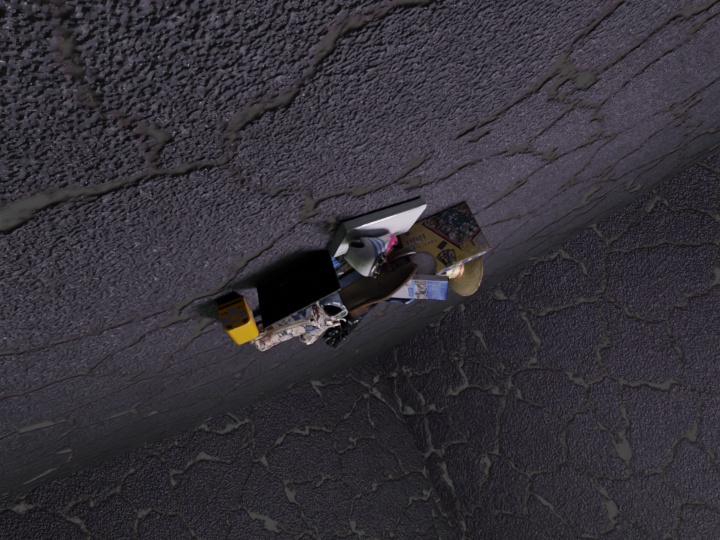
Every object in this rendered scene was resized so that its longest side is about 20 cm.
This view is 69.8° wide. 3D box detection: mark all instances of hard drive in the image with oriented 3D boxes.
[{"bbox_3d":[0.036,-0.093,1.122,0.197,0.027,0.132,-21,165,-24],"label":"hard drive"}]

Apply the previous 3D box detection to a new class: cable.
[{"bbox_3d":[0.048,-0.011,1.231,0.197,0.051,0.097,-11,166,24],"label":"cable"}]

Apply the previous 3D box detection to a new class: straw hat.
[{"bbox_3d":[0.226,-0.024,1.360,0.084,0.204,0.201,-10,160,-26],"label":"straw hat"}]

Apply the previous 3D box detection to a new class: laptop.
[{"bbox_3d":[-0.126,0.050,1.174,0.185,0.201,0.116,-27,132,5],"label":"laptop"}]

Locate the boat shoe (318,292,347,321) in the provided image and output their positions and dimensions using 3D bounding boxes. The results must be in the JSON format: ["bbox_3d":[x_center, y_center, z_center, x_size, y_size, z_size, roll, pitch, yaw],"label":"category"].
[{"bbox_3d":[-0.068,0.088,1.289,0.073,0.063,0.200,2,159,4],"label":"boat shoe"}]

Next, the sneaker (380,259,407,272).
[{"bbox_3d":[0.111,-0.020,1.349,0.199,0.081,0.089,-39,174,-12],"label":"sneaker"}]

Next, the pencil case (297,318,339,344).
[{"bbox_3d":[-0.127,0.153,1.543,0.077,0.091,0.200,1,154,-30],"label":"pencil case"}]

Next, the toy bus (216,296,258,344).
[{"bbox_3d":[-0.281,0.118,1.199,0.064,0.079,0.200,-22,165,-12],"label":"toy bus"}]

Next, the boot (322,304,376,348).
[{"bbox_3d":[-0.032,0.150,1.627,0.163,0.073,0.198,-49,180,30],"label":"boot"}]

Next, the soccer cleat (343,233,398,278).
[{"bbox_3d":[0.023,-0.049,1.091,0.071,0.086,0.200,-61,175,22],"label":"soccer cleat"}]

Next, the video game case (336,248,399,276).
[{"bbox_3d":[0.000,0.000,1.390,0.199,0.024,0.181,-35,163,33],"label":"video game case"}]

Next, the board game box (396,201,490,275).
[{"bbox_3d":[0.201,-0.070,1.270,0.197,0.137,0.035,-23,166,-9],"label":"board game box"}]

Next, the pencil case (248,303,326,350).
[{"bbox_3d":[-0.190,0.143,1.333,0.197,0.079,0.089,-21,170,11],"label":"pencil case"}]

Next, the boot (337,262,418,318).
[{"bbox_3d":[0.028,0.019,1.147,0.199,0.097,0.075,-36,-168,20],"label":"boot"}]

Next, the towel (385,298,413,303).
[{"bbox_3d":[0.104,0.051,1.431,0.111,0.049,0.199,-30,-169,-29],"label":"towel"}]

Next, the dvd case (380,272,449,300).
[{"bbox_3d":[0.112,0.039,1.243,0.196,0.018,0.143,3,160,8],"label":"dvd case"}]
